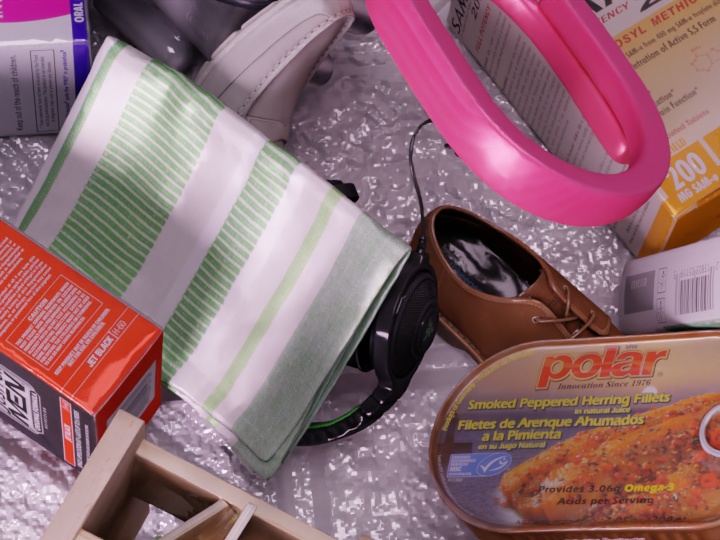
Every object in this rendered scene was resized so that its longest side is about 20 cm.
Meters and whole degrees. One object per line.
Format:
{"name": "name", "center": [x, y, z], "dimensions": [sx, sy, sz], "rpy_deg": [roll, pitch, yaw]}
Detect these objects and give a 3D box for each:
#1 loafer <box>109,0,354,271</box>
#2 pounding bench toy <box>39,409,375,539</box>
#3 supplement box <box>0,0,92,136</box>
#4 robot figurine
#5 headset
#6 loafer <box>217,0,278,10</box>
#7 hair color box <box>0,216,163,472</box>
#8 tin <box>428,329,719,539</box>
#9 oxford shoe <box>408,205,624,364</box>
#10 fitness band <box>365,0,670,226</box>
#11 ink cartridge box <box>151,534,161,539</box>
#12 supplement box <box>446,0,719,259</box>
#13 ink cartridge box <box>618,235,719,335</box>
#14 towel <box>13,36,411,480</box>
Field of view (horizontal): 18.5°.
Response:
{"name": "loafer", "center": [-0.066, -0.068, 1.174], "dimensions": [0.070, 0.070, 0.200], "rpy_deg": [47, 112, 14]}
{"name": "pounding bench toy", "center": [-0.089, 0.201, 1.003], "dimensions": [0.155, 0.124, 0.201], "rpy_deg": [26, 65, 8]}
{"name": "supplement box", "center": [-0.249, -0.136, 1.213], "dimensions": [0.198, 0.104, 0.102], "rpy_deg": [-5, 66, -7]}
{"name": "robot figurine", "center": [-0.078, -0.193, 1.250], "dimensions": [0.170, 0.113, 0.200], "rpy_deg": [-47, 74, 9]}
{"name": "headset", "center": [0.000, 0.000, 1.161], "dimensions": [0.124, 0.094, 0.200], "rpy_deg": [45, 109, 14]}
{"name": "loafer", "center": [-0.122, -0.199, 1.155], "dimensions": [0.198, 0.072, 0.073], "rpy_deg": [14, 68, 7]}
{"name": "hair color box", "center": [-0.197, 0.016, 1.125], "dimensions": [0.199, 0.102, 0.061], "rpy_deg": [34, 65, 11]}
{"name": "tin", "center": [0.131, 0.087, 1.107], "dimensions": [0.198, 0.042, 0.113], "rpy_deg": [-4, 59, 27]}
{"name": "oxford shoe", "center": [0.104, 0.038, 1.185], "dimensions": [0.199, 0.071, 0.071], "rpy_deg": [36, 64, 9]}
{"name": "fitness band", "center": [0.082, -0.105, 1.148], "dimensions": [0.143, 0.037, 0.201], "rpy_deg": [-3, 52, -45]}
{"name": "ink cartridge box", "center": [-0.071, 0.246, 1.077], "dimensions": [0.200, 0.048, 0.146], "rpy_deg": [38, 66, 11]}
{"name": "supplement box", "center": [0.158, -0.118, 1.263], "dimensions": [0.126, 0.074, 0.200], "rpy_deg": [-32, 71, -19]}
{"name": "ink cartridge box", "center": [0.254, 0.016, 1.164], "dimensions": [0.198, 0.161, 0.051], "rpy_deg": [6, 84, -11]}
{"name": "towel", "center": [-0.086, -0.008, 1.139], "dimensions": [0.200, 0.153, 0.023], "rpy_deg": [38, 24, 18]}
